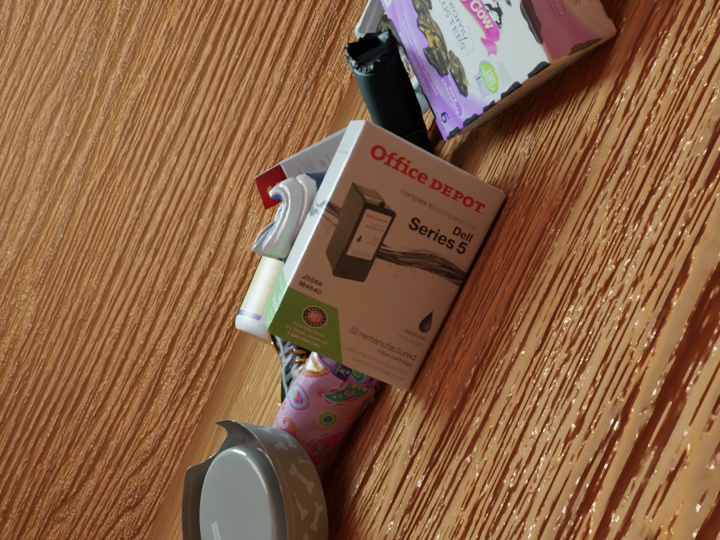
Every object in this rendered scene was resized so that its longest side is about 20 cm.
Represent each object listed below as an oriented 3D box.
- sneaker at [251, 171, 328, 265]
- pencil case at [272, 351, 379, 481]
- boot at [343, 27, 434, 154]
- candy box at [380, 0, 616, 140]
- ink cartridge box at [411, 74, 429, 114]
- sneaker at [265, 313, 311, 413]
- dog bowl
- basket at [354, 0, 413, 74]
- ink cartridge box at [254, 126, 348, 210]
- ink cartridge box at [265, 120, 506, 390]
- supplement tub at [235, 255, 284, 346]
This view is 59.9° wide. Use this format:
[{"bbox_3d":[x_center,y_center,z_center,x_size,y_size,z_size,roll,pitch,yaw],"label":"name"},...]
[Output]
[{"bbox_3d":[-0.039,-0.002,0.655,0.081,0.144,0.203,-105,15,-71],"label":"sneaker"},{"bbox_3d":[-0.051,0.170,0.675,0.201,0.087,0.088,-61,13,17],"label":"pencil case"},{"bbox_3d":[0.040,-0.158,0.677,0.073,0.163,0.199,-17,38,9],"label":"boot"},{"bbox_3d":[0.106,-0.231,0.553,0.071,0.169,0.200,-26,2,-16],"label":"candy box"},{"bbox_3d":[0.102,-0.270,0.847,0.201,0.040,0.200,-57,8,-22],"label":"ink cartridge box"},{"bbox_3d":[-0.071,0.111,0.801,0.077,0.077,0.203,1,99,65],"label":"sneaker"},{"bbox_3d":[-0.106,0.248,0.616,0.199,0.058,0.203,-9,78,48],"label":"dog bowl"},{"bbox_3d":[0.080,-0.395,0.999,0.137,0.122,0.200,-63,-1,12],"label":"basket"},{"bbox_3d":[-0.075,-0.132,1.043,0.174,0.085,0.200,-28,-7,-7],"label":"ink cartridge box"},{"bbox_3d":[0.018,-0.016,0.574,0.202,0.144,0.084,-64,13,8],"label":"ink cartridge box"},{"bbox_3d":[-0.099,0.026,0.999,0.202,0.144,0.145,-68,12,-12],"label":"supplement tub"}]
